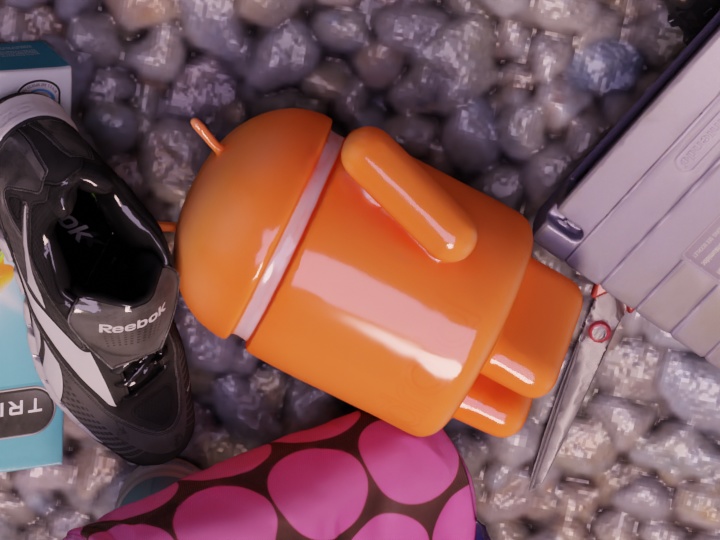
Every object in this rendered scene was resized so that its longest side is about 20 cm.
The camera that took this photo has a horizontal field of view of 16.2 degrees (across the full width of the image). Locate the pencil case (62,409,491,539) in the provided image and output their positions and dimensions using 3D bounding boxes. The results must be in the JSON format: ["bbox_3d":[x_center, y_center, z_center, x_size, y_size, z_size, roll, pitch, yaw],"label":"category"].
[{"bbox_3d":[-0.040,0.133,1.186,0.199,0.091,0.094,-17,126,-26],"label":"pencil case"}]

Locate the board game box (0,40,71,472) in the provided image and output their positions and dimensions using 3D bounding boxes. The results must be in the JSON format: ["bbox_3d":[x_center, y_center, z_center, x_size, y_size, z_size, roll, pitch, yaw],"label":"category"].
[{"bbox_3d":[-0.212,0.000,1.174,0.150,0.047,0.201,-6,113,-24],"label":"board game box"}]

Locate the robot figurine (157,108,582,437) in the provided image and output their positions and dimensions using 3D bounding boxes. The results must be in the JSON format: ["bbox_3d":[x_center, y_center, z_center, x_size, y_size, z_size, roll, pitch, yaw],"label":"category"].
[{"bbox_3d":[0.001,-0.001,1.161,0.199,0.144,0.117,26,91,-3],"label":"robot figurine"}]

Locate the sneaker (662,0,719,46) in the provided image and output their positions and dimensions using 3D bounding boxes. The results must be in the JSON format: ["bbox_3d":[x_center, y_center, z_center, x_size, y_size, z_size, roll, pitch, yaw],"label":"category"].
[{"bbox_3d":[0.234,-0.113,1.152,0.199,0.073,0.072,14,139,8],"label":"sneaker"}]

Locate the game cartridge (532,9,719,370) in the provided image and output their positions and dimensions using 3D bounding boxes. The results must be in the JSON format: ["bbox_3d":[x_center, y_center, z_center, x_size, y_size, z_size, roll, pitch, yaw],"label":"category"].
[{"bbox_3d":[0.185,-0.048,1.146,0.129,0.039,0.200,32,127,-13],"label":"game cartridge"}]

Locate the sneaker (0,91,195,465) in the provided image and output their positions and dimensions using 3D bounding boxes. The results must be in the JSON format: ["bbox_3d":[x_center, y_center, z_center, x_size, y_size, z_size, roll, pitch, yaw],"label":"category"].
[{"bbox_3d":[-0.115,0.019,1.151,0.066,0.090,0.201,-31,124,-18],"label":"sneaker"}]

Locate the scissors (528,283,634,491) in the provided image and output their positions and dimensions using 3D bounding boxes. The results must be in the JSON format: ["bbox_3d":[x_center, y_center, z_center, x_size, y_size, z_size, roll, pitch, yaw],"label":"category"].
[{"bbox_3d":[0.115,0.014,1.224,0.073,0.014,0.200,33,109,-12],"label":"scissors"}]

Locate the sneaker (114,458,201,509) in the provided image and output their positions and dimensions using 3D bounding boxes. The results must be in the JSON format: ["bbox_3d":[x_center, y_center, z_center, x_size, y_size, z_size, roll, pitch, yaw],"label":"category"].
[{"bbox_3d":[-0.103,0.199,1.259,0.073,0.082,0.201,-2,110,3],"label":"sneaker"}]
